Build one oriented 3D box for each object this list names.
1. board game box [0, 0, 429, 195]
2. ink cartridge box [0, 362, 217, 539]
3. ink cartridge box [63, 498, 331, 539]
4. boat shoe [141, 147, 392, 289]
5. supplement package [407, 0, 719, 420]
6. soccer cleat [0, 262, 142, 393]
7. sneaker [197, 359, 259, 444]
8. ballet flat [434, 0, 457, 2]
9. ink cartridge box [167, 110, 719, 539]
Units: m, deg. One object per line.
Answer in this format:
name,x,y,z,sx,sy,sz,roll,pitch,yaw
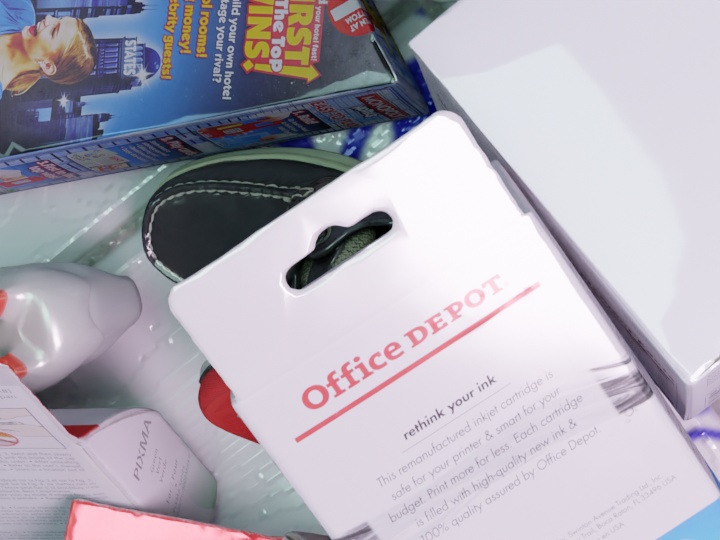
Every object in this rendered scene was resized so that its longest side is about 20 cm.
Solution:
board game box,-0.068,-0.124,0.946,0.200,0.062,0.200,5,84,15
ink cartridge box,-0.164,0.063,0.903,0.161,0.200,0.050,-2,59,18
ink cartridge box,-0.041,0.199,0.889,0.176,0.045,0.200,11,92,-20
boat shoe,0.000,0.000,0.915,0.200,0.065,0.072,16,108,17
supplement package,0.145,-0.073,0.833,0.200,0.111,0.156,-39,77,-1
soccer cleat,-0.179,0.032,0.980,0.200,0.078,0.069,-7,94,37
sneaker,0.030,0.079,0.869,0.200,0.077,0.085,19,58,3
ballet flat,0.085,-0.174,0.890,0.069,0.069,0.200,52,133,13
ink cartridge box,0.035,0.047,0.782,0.116,0.068,0.200,-33,108,6
